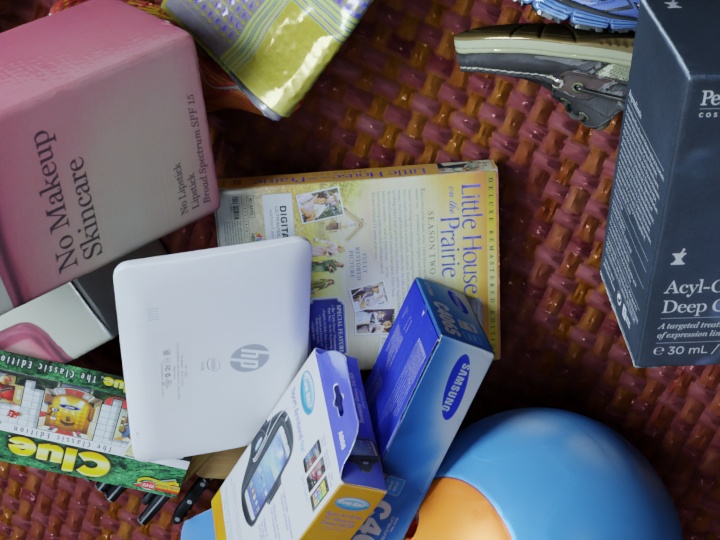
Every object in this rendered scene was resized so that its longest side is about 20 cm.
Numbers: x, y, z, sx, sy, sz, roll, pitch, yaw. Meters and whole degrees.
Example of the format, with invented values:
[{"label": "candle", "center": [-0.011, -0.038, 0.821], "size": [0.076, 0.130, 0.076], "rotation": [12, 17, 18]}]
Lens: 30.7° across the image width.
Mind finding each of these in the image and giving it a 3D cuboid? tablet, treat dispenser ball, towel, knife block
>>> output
[{"label": "tablet", "center": [-0.097, 0.059, 0.894], "size": [0.128, 0.014, 0.201], "rotation": [-9, 137, -13]}, {"label": "treat dispenser ball", "center": [0.124, 0.198, 0.915], "size": [0.198, 0.201, 0.203], "rotation": [7, 114, 15]}, {"label": "towel", "center": [-0.041, -0.211, 0.847], "size": [0.201, 0.023, 0.144], "rotation": [-51, 62, 21]}, {"label": "knife block", "center": [-0.146, 0.105, 1.038], "size": [0.173, 0.064, 0.202], "rotation": [1, 113, 16]}]

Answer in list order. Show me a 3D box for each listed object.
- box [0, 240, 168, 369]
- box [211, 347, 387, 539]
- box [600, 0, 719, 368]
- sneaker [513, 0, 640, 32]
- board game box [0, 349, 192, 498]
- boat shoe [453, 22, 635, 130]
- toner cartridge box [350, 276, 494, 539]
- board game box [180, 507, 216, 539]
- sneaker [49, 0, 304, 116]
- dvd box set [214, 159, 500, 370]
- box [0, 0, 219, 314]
[{"label": "box", "center": [-0.262, 0.021, 1.003], "size": [0.199, 0.128, 0.110], "rotation": [-27, 104, 26]}, {"label": "box", "center": [-0.042, 0.150, 0.909], "size": [0.041, 0.120, 0.201], "rotation": [17, 127, -27]}, {"label": "box", "center": [0.236, -0.052, 0.784], "size": [0.146, 0.108, 0.202], "rotation": [-2, 125, -4]}, {"label": "sneaker", "center": [0.110, -0.210, 0.819], "size": [0.198, 0.075, 0.079], "rotation": [27, 115, 3]}, {"label": "board game box", "center": [-0.218, 0.111, 0.967], "size": [0.198, 0.024, 0.105], "rotation": [13, 134, -11]}, {"label": "boat shoe", "center": [0.156, -0.121, 0.841], "size": [0.197, 0.073, 0.066], "rotation": [7, 109, 14]}, {"label": "toner cartridge box", "center": [0.023, 0.115, 0.905], "size": [0.043, 0.095, 0.202], "rotation": [19, 110, -17]}, {"label": "board game box", "center": [-0.047, 0.233, 1.044], "size": [0.199, 0.039, 0.159], "rotation": [-29, 100, 26]}, {"label": "sneaker", "center": [-0.129, -0.143, 0.934], "size": [0.198, 0.073, 0.078], "rotation": [19, 133, 17]}, {"label": "dvd box set", "center": [0.000, 0.000, 0.928], "size": [0.197, 0.029, 0.148], "rotation": [-5, 113, -2]}, {"label": "box", "center": [-0.203, -0.071, 0.818], "size": [0.109, 0.199, 0.129], "rotation": [29, 137, 41]}]
